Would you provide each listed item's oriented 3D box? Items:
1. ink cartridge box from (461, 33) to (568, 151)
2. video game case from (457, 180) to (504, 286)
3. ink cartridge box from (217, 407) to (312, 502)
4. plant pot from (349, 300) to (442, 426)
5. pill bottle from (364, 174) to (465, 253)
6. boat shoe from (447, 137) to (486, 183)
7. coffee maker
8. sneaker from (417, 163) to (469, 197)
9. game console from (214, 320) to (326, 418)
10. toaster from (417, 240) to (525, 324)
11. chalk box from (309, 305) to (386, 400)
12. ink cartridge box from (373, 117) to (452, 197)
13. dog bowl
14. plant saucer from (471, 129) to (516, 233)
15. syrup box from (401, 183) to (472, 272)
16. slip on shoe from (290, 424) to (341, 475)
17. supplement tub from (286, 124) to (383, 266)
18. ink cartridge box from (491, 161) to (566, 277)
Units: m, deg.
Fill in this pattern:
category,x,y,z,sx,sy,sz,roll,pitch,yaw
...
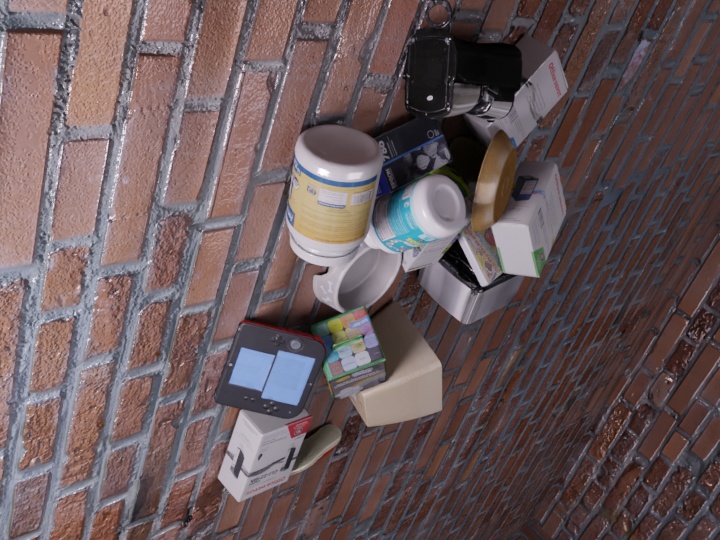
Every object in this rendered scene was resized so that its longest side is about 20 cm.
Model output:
category,x,y,z,sx,sy,sz,roll,pitch,yaw
ink cartridge box,0.303,-0.337,1.630,0.200,0.084,0.145,-47,149,-1
video game case,0.266,-0.094,1.744,0.182,0.201,0.023,-34,-170,-41
ink cartridge box,-0.205,0.378,1.767,0.144,0.084,0.201,-12,133,-45
plant pot,0.056,0.229,1.841,0.176,0.200,0.201,-26,143,-15
pill bottle,0.087,-0.095,1.499,0.110,0.112,0.199,-17,179,-40
boat shoe,0.232,-0.214,1.691,0.200,0.066,0.072,25,92,-41
coffee maker,0.185,-0.353,1.423,0.199,0.135,0.193,-12,132,-45
sneaker,0.137,-0.175,1.619,0.199,0.074,0.084,14,123,-45
game console,-0.172,0.193,1.582,0.175,0.031,0.201,13,118,-19
toaster,0.241,0.005,1.825,0.199,0.181,0.119,-23,142,-35
chalk box,-0.024,0.160,1.656,0.123,0.125,0.200,-19,156,-6
ink cartridge box,0.070,-0.204,1.482,0.199,0.039,0.100,-30,104,-28
dog bowl,0.000,0.000,1.642,0.199,0.059,0.201,-31,143,-26
plant saucer,0.259,-0.164,1.571,0.200,0.035,0.202,17,90,-71
syrup box,0.137,-0.080,1.627,0.081,0.079,0.200,-15,160,-24
slip on shoe,-0.125,0.430,1.937,0.199,0.074,0.062,-26,145,-41
supplement tub,-0.047,-0.123,1.371,0.144,0.145,0.201,-22,139,-36
ink cartridge box,0.352,-0.109,1.718,0.201,0.087,0.146,-58,140,-34
